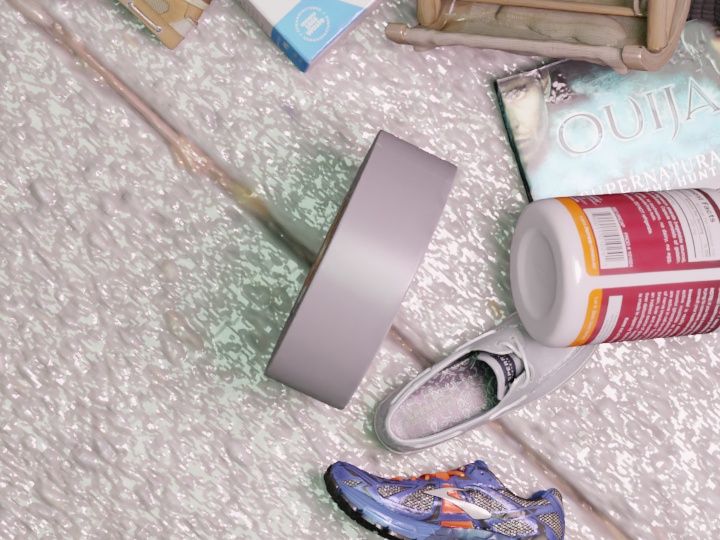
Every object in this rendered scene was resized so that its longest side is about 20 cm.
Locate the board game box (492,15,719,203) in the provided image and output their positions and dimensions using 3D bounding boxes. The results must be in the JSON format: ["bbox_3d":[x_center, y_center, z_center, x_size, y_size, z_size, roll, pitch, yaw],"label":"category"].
[{"bbox_3d":[0.217,-0.113,1.706,0.199,0.028,0.136,-18,90,-4],"label":"board game box"}]

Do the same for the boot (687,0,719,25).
[{"bbox_3d":[0.284,-0.255,1.700,0.200,0.068,0.131,28,63,16],"label":"boot"}]

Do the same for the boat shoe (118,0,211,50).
[{"bbox_3d":[-0.211,-0.240,1.668,0.200,0.072,0.076,34,99,-2],"label":"boat shoe"}]

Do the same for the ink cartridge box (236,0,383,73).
[{"bbox_3d":[-0.068,-0.265,1.674,0.116,0.067,0.200,-44,91,-3],"label":"ink cartridge box"}]

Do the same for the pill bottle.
[{"bbox_3d":[0.223,-0.004,1.650,0.199,0.113,0.113,-4,89,-20],"label":"pill bottle"}]

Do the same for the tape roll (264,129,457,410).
[{"bbox_3d":[0.000,0.000,1.606,0.066,0.200,0.201,26,87,-3],"label":"tape roll"}]

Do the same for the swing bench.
[{"bbox_3d":[0.141,-0.252,1.621,0.198,0.130,0.201,9,96,22],"label":"swing bench"}]

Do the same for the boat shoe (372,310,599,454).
[{"bbox_3d":[0.103,0.082,1.673,0.200,0.072,0.070,-30,90,-5],"label":"boat shoe"}]

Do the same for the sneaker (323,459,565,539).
[{"bbox_3d":[0.067,0.179,1.678,0.199,0.075,0.079,18,79,-11],"label":"sneaker"}]
